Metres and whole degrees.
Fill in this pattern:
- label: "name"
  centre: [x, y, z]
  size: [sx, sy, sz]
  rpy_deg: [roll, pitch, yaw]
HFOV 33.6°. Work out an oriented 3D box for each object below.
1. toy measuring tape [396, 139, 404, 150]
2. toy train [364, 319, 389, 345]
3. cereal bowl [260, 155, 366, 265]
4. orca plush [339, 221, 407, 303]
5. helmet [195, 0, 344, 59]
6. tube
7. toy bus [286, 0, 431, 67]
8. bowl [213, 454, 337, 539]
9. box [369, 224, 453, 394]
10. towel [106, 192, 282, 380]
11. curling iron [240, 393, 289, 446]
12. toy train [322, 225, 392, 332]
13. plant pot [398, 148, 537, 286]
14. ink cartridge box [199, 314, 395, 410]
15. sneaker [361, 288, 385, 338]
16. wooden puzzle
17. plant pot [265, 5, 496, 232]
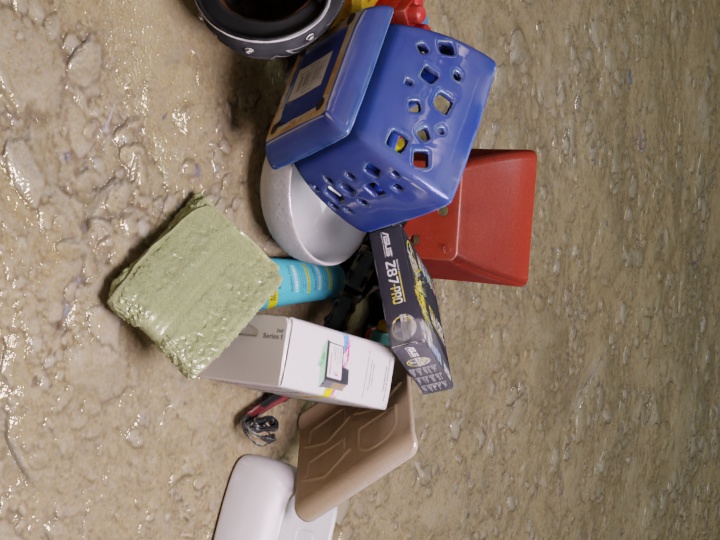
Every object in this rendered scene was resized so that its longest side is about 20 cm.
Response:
- label: "toy measuring tape"
  centre: [0.028, -0.193, 1.666]
  size: [0.200, 0.073, 0.074]
  rpy_deg: [-56, 144, -75]
- label: "toy train"
  centre: [0.005, 0.154, 1.670]
  size: [0.200, 0.056, 0.151]
  rpy_deg: [-36, 122, -22]
- label: "cereal bowl"
  centre: [-0.065, -0.106, 1.527]
  size: [0.200, 0.083, 0.201]
  rpy_deg: [-11, 103, -56]
- label: "orca plush"
  centre: [0.024, -0.029, 1.617]
  size: [0.105, 0.200, 0.071]
  rpy_deg: [50, 13, 1]
- label: "helmet"
  centre: [-0.101, -0.340, 1.341]
  size: [0.200, 0.200, 0.191]
  rpy_deg: [-44, 151, -46]
- label: "tube"
  centre: [-0.097, 0.015, 1.533]
  size: [0.200, 0.050, 0.078]
  rpy_deg: [-3, 74, -54]
- label: "toy bus"
  centre: [-0.004, -0.338, 1.491]
  size: [0.136, 0.191, 0.200]
  rpy_deg: [-55, 136, -36]
- label: "bowl"
  centre: [-0.102, 0.351, 1.545]
  size: [0.200, 0.074, 0.200]
  rpy_deg: [34, 66, -56]
- label: "box"
  centre: [0.067, 0.054, 1.534]
  size: [0.200, 0.049, 0.162]
  rpy_deg: [57, 23, -62]
- label: "towel"
  centre: [-0.183, 0.017, 1.347]
  size: [0.148, 0.036, 0.200]
  rpy_deg: [44, 48, -10]
- label: "curling iron"
  centre: [-0.099, 0.171, 1.560]
  size: [0.050, 0.026, 0.200]
  rpy_deg: [55, 31, -5]
- label: "toy train"
  centre: [0.000, 0.000, 1.571]
  size: [0.046, 0.034, 0.200]
  rpy_deg: [-80, -165, -79]
- label: "plant pot"
  centre: [0.122, -0.083, 1.714]
  size: [0.176, 0.199, 0.201]
  rpy_deg: [0, 94, -59]
- label: "ink cartridge box"
  centre: [-0.077, 0.111, 1.457]
  size: [0.200, 0.144, 0.084]
  rpy_deg: [20, 76, -49]
- label: "sneaker"
  centre: [0.031, 0.122, 1.741]
  size: [0.079, 0.075, 0.201]
  rpy_deg: [20, 71, -43]
- label: "wooden puzzle"
  centre: [-0.001, 0.214, 1.519]
  size: [0.046, 0.185, 0.200]
  rpy_deg: [46, 18, -25]
- label: "plant pot"
  centre: [0.013, -0.181, 1.387]
  size: [0.179, 0.200, 0.201]
  rpy_deg: [28, 67, -25]
